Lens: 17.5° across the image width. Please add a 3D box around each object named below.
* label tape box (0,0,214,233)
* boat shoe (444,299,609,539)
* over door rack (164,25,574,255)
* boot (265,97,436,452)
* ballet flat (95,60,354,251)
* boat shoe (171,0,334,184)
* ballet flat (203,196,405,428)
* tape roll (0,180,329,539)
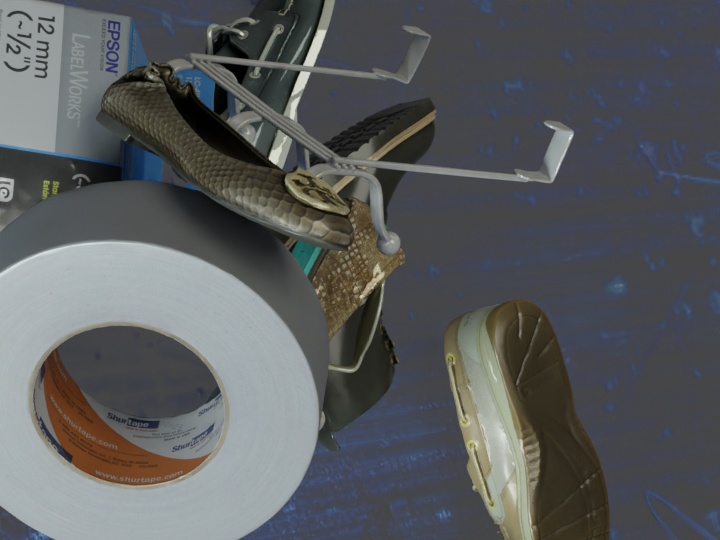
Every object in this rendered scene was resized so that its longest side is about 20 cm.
[{"bbox_3d":[-0.171,-0.073,1.303,0.199,0.066,0.144,8,69,-17],"label":"label tape box"},{"bbox_3d":[0.102,0.116,1.465,0.074,0.066,0.201,-17,97,-40],"label":"boat shoe"},{"bbox_3d":[0.000,-0.073,1.326,0.199,0.067,0.148,-11,37,-40],"label":"over door rack"},{"bbox_3d":[0.000,0.000,1.435,0.200,0.077,0.139,-42,105,-24],"label":"boot"},{"bbox_3d":[-0.069,-0.062,1.213,0.067,0.200,0.047,24,96,-44],"label":"ballet flat"},{"bbox_3d":[-0.065,-0.128,1.424,0.062,0.073,0.201,23,63,-18],"label":"boat shoe"},{"bbox_3d":[-0.037,0.055,1.338,0.065,0.071,0.201,31,93,-18],"label":"ballet flat"},{"bbox_3d":[-0.117,0.054,1.237,0.200,0.200,0.066,41,27,-18],"label":"tape roll"}]
